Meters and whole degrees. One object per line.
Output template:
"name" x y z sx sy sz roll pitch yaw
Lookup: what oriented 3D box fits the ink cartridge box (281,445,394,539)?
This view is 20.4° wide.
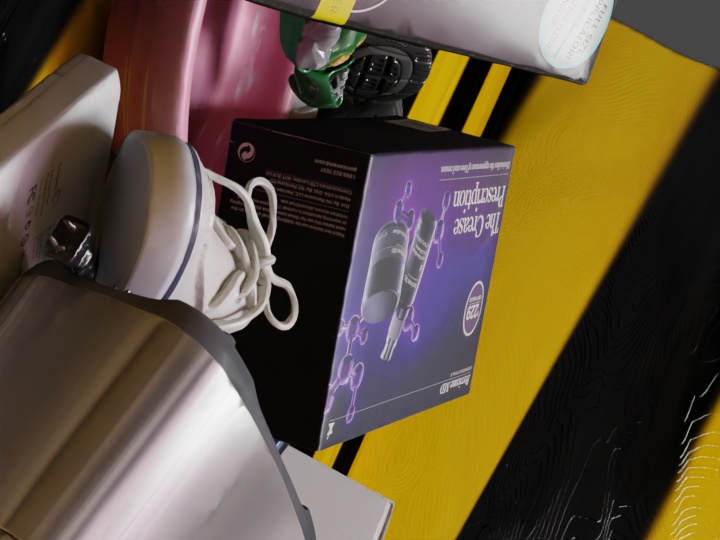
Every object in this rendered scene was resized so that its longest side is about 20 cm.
"ink cartridge box" -0.085 0.187 1.255 0.200 0.146 0.086 -58 -176 49

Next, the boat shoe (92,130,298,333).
"boat shoe" -0.066 0.001 0.827 0.202 0.086 0.075 126 -32 -66

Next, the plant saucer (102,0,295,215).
"plant saucer" -0.069 -0.116 0.927 0.200 0.051 0.202 14 90 -78

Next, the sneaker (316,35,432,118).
"sneaker" -0.004 -0.117 1.118 0.200 0.075 0.091 125 -34 -61

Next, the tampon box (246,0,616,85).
"tampon box" 0.008 -0.171 0.746 0.199 0.126 0.151 6 108 -46

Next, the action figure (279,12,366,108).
"action figure" 0.003 -0.157 0.931 0.118 0.054 0.201 -50 166 -48

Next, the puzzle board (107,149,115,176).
"puzzle board" -0.152 0.016 0.908 0.200 0.017 0.151 -55 166 -61

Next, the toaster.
"toaster" -0.102 0.092 0.752 0.129 0.113 0.201 -55 147 -30

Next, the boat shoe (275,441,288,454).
"boat shoe" -0.082 0.107 1.093 0.200 0.084 0.069 -37 172 -22

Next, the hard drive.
"hard drive" -0.157 0.019 0.742 0.200 0.027 0.132 -52 162 -49

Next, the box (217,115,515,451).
"box" 0.000 0.000 0.994 0.200 0.078 0.142 -12 116 -66

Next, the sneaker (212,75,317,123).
"sneaker" -0.086 -0.038 1.090 0.081 0.075 0.201 -37 154 -41
